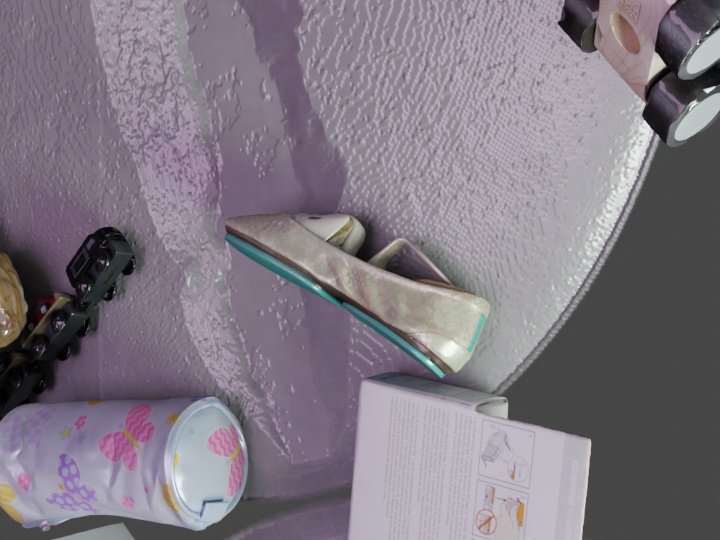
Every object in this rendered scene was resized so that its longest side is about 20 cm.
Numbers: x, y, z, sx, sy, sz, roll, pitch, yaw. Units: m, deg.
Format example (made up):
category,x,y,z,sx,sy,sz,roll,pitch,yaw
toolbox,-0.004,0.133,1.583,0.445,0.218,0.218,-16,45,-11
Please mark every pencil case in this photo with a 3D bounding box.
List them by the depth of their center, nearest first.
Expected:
category,x,y,z,sx,sy,sz,roll,pitch,yaw
pencil case,-0.174,0.136,1.281,0.199,0.083,0.092,-7,66,37

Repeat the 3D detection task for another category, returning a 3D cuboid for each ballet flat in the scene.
category,x,y,z,sx,sy,sz,roll,pitch,yaw
ballet flat,0.000,0.000,1.160,0.199,0.067,0.063,31,84,28

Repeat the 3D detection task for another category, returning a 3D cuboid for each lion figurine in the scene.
category,x,y,z,sx,sy,sz,roll,pitch,yaw
lion figurine,-0.319,0.021,1.403,0.200,0.072,0.123,-32,80,56

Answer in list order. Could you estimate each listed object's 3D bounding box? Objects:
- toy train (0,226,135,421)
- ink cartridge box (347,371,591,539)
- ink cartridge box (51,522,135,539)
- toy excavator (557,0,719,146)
category,x,y,z,sx,sy,sz,roll,pitch,yaw
toy train,-0.230,0.041,1.350,0.200,0.034,0.046,-50,52,29
ink cartridge box,0.069,0.177,1.121,0.173,0.043,0.202,11,100,36
ink cartridge box,-0.178,0.305,1.299,0.200,0.087,0.146,48,120,23
toy excavator,0.211,-0.190,0.947,0.100,0.199,0.195,50,165,22
